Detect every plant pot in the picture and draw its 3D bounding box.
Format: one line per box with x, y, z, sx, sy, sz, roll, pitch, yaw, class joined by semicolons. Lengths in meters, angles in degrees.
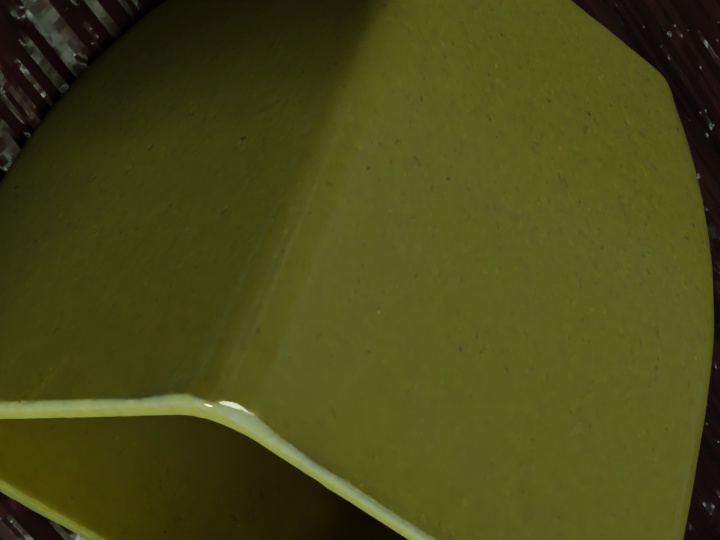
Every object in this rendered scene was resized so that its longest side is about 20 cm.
0.000;0.000;0.888;0.195;0.194;0.201;35;66;-33;plant pot
